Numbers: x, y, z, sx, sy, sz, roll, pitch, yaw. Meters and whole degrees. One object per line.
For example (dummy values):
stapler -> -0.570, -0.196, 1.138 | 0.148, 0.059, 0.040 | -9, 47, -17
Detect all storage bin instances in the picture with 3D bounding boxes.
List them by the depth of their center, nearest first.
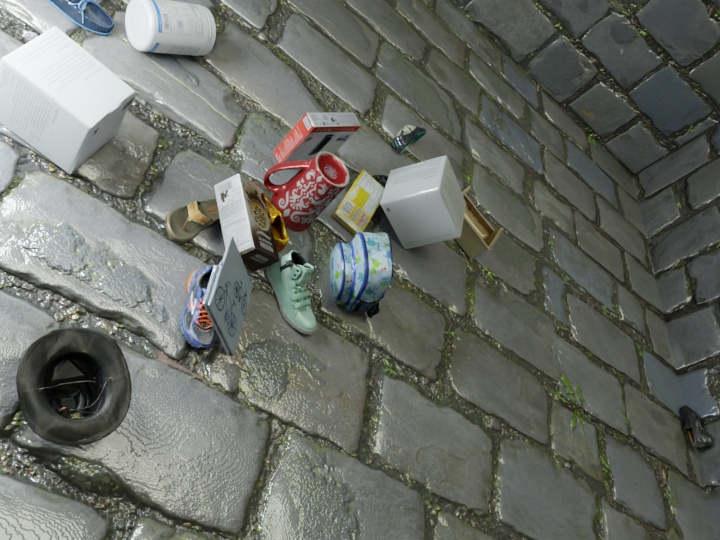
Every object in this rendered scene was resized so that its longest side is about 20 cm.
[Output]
storage bin -> 0.396, -0.172, 2.132 | 0.200, 0.094, 0.199 | 50, 41, -4

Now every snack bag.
snack bag -> -0.283, 0.050, 1.298 | 0.021, 0.189, 0.201 | 0, 50, 9

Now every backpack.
backpack -> 0.000, 0.000, 1.554 | 0.145, 0.200, 0.185 | 3, 61, -19

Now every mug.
mug -> -0.144, -0.212, 1.562 | 0.176, 0.200, 0.135 | 8, 58, -40

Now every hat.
hat -> -0.496, 0.202, 1.034 | 0.199, 0.081, 0.203 | 17, 61, -33

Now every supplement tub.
supplement tub -> -0.497, -0.637, 1.572 | 0.199, 0.132, 0.133 | -17, 75, -49

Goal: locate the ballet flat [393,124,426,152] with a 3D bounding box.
ballet flat -> 0.174, -0.488, 2.161 | 0.073, 0.073, 0.200 | 50, 43, -4

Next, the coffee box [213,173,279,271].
coffee box -> -0.272, -0.112, 1.431 | 0.113, 0.079, 0.202 | 31, 40, -63

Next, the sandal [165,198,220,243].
sandal -> -0.374, -0.130, 1.396 | 0.081, 0.054, 0.200 | 55, 39, -1

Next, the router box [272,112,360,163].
router box -> -0.123, -0.376, 1.711 | 0.199, 0.179, 0.049 | -18, 75, -47

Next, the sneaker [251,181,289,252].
sneaker -> -0.233, -0.144, 1.526 | 0.073, 0.077, 0.201 | -17, 74, -46

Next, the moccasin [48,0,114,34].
moccasin -> -0.690, -0.651, 1.444 | 0.199, 0.068, 0.081 | 29, 46, -27

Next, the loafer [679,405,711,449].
loafer -> 1.403, 0.662, 2.540 | 0.201, 0.072, 0.073 | -99, 178, -50

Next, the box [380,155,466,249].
box -> 0.198, -0.206, 1.842 | 0.201, 0.197, 0.172 | 59, 33, -34

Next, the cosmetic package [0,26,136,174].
cosmetic package -> -0.612, -0.348, 1.234 | 0.200, 0.165, 0.166 | 40, 43, -15

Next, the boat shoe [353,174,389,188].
boat shoe -> 0.064, -0.274, 1.905 | 0.198, 0.066, 0.075 | 1, 63, -43

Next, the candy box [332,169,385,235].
candy box -> 0.000, -0.202, 1.794 | 0.102, 0.026, 0.201 | 42, 55, -17

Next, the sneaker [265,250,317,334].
sneaker -> -0.145, 0.051, 1.443 | 0.074, 0.118, 0.202 | -24, 82, -51

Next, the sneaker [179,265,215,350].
sneaker -> -0.335, 0.073, 1.276 | 0.075, 0.078, 0.202 | 15, 54, -35
